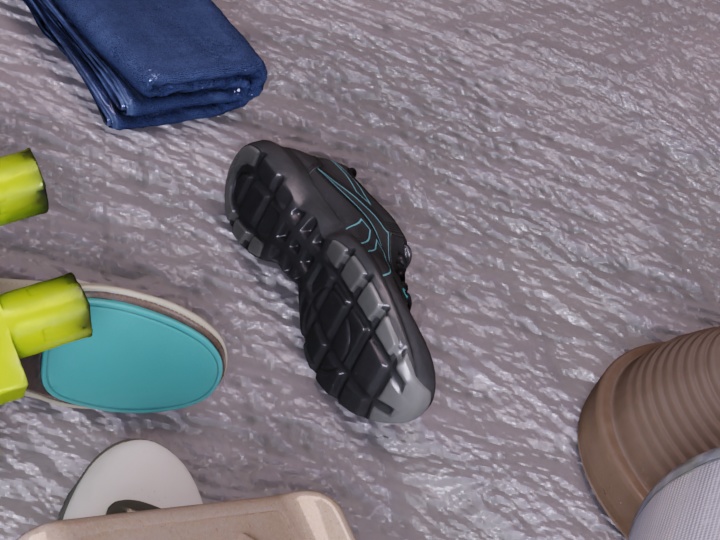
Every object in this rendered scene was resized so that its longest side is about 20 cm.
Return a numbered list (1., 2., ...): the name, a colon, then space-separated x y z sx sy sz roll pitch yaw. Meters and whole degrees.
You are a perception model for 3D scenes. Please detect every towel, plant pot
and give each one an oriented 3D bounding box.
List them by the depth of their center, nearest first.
1. plant pot: 0.228 0.095 1.184 0.201 0.093 0.201 18 37 -14
2. towel: -0.149 -0.163 1.289 0.112 0.049 0.200 -11 50 -42

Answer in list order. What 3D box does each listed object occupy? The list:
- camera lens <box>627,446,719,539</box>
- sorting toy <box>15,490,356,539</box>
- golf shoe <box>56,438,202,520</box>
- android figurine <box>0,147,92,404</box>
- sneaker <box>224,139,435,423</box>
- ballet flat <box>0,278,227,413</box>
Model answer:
1. camera lens: 0.185 0.185 0.979 0.160 0.160 0.200 29 35 1
2. sorting toy: -0.041 0.177 0.828 0.200 0.036 0.185 -1 61 -58
3. golf shoe: -0.089 0.133 0.923 0.077 0.088 0.200 17 35 -13
4. android figurine: -0.225 0.017 0.945 0.200 0.041 0.182 -20 82 -15
5. sneaker: 0.000 0.000 1.162 0.079 0.075 0.200 2 43 -36
6. ballet flat: -0.162 0.026 1.031 0.200 0.069 0.069 7 40 -28
